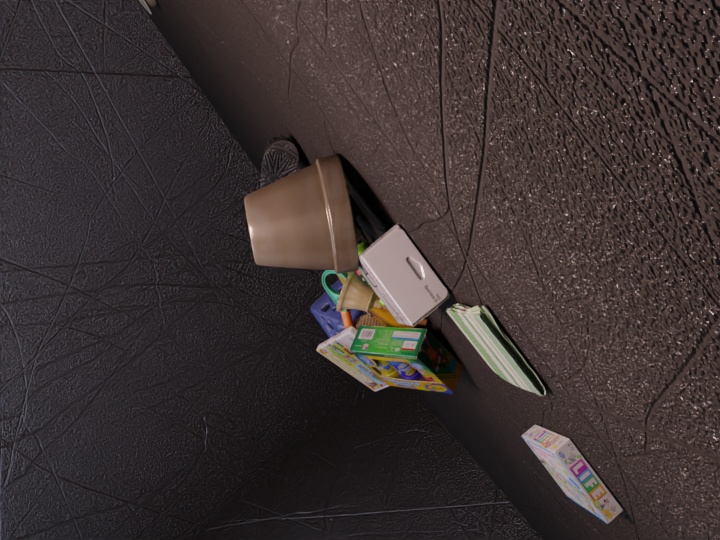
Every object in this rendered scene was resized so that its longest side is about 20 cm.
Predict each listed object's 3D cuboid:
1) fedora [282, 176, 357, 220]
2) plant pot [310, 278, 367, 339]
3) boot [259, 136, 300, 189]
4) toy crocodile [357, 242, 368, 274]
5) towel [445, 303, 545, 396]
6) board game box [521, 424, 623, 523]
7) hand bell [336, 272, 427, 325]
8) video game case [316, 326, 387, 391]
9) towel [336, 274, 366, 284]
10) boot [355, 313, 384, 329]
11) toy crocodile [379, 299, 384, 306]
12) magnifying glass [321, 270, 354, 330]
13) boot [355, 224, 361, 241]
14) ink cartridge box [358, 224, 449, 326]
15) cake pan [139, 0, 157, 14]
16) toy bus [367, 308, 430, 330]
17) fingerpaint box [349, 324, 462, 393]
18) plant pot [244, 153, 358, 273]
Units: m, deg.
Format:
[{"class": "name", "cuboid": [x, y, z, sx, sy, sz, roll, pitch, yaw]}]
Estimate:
[{"class": "fedora", "cuboid": [-0.070, -0.130, 1.548, 0.202, 0.091, 0.201, 52, 175, 6]}, {"class": "plant pot", "cuboid": [0.017, 0.127, 2.022, 0.201, 0.200, 0.179, 55, 167, -26]}, {"class": "boot", "cuboid": [-0.186, -0.261, 1.783, 0.078, 0.212, 0.159, 17, -133, -11]}, {"class": "toy crocodile", "cuboid": [0.021, -0.012, 1.613, 0.068, 0.062, 0.199, 54, 163, -20]}, {"class": "towel", "cuboid": [0.198, 0.111, 1.152, 0.153, 0.023, 0.200, 53, 174, -3]}, {"class": "board game box", "cuboid": [0.340, 0.326, 1.260, 0.135, 0.034, 0.200, 53, 175, 2]}, {"class": "hand bell", "cuboid": [0.056, 0.080, 1.723, 0.197, 0.105, 0.104, 22, 171, 7]}, {"class": "video game case", "cuboid": [0.009, 0.224, 1.928, 0.199, 0.023, 0.182, 36, 146, -14]}, {"class": "towel", "cuboid": [0.000, 0.000, 1.767, 0.198, 0.023, 0.144, 7, 138, 48]}, {"class": "boot", "cuboid": [0.091, 0.182, 1.916, 0.197, 0.073, 0.167, 12, 152, 20]}, {"class": "toy crocodile", "cuboid": [0.081, 0.054, 1.593, 0.067, 0.062, 0.200, 38, 171, 9]}, {"class": "magnifying glass", "cuboid": [-0.042, 0.077, 1.843, 0.078, 0.022, 0.202, 7, 130, 28]}, {"class": "boot", "cuboid": [-0.084, -0.153, 1.746, 0.183, 0.072, 0.201, 59, 179, -38]}, {"class": "ink cartridge box", "cuboid": [0.065, 0.012, 1.323, 0.146, 0.084, 0.200, 53, 175, 0]}, {"class": "cake pan", "cuboid": [-0.700, -0.893, 2.398, 0.201, 0.037, 0.200, 52, 175, 6]}, {"class": "toy bus", "cuboid": [0.074, 0.099, 1.813, 0.199, 0.065, 0.079, 37, 168, 39]}, {"class": "fingerpaint box", "cuboid": [0.102, 0.200, 1.735, 0.198, 0.074, 0.167, 1, 146, 42]}, {"class": "plant pot", "cuboid": [-0.104, -0.084, 1.314, 0.200, 0.170, 0.204, 171, 90, -85]}]
